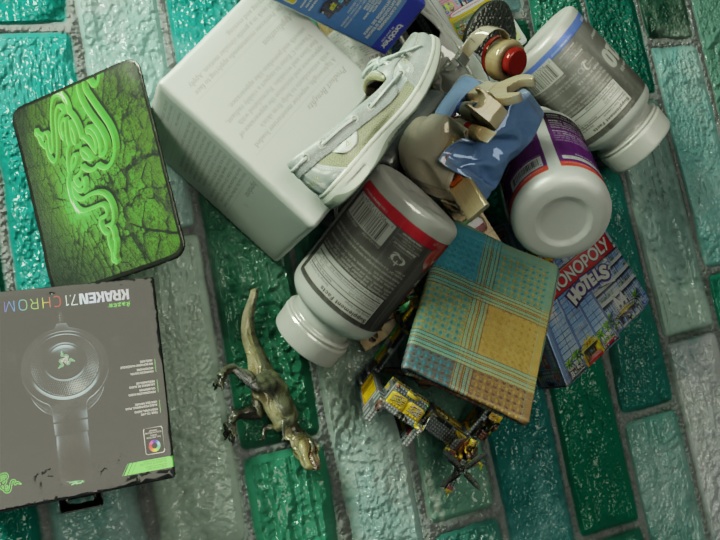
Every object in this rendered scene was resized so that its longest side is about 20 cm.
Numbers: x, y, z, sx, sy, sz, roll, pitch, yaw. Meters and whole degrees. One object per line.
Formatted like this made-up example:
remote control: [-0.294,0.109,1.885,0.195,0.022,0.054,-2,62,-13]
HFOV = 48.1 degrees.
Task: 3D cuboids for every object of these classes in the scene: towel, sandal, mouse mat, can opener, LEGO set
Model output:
towel: [0.130,0.049,0.850,0.144,0.022,0.202,24,55,-4]
sandal: [0.143,-0.232,1.003,0.074,0.048,0.205,3,101,-29]
mouse mat: [-0.262,-0.090,0.798,0.158,0.008,0.204,-17,84,17]
can opener: [0.028,-0.123,0.913,0.201,0.066,0.054,-52,132,-17]
LEGO set: [0.090,0.133,0.862,0.154,0.116,0.200,-44,106,8]

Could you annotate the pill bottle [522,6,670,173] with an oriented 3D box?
pill bottle: [0.297,-0.228,1.040,0.200,0.114,0.114,43,68,-9]

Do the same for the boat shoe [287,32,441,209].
boat shoe: [0.009,-0.153,0.756,0.064,0.074,0.204,38,74,-15]

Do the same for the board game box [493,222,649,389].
board game box: [0.251,0.005,1.005,0.199,0.062,0.202,-36,94,-23]

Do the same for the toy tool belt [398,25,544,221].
toy tool belt: [0.140,-0.152,0.857,0.124,0.123,0.202,35,90,-40]

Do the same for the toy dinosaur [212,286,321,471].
toy dinosaur: [-0.110,0.127,0.848,0.087,0.047,0.203,-20,87,-38]

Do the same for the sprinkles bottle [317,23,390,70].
sprinkles bottle: [-0.003,-0.260,0.953,0.067,0.068,0.203,-24,89,-23]

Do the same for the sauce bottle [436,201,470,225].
sauce bottle: [0.102,-0.098,0.965,0.063,0.065,0.204,-4,81,-22]

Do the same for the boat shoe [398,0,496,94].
boat shoe: [0.091,-0.248,0.948,0.065,0.074,0.201,-20,69,-47]

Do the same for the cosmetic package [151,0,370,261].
cosmetic package: [-0.093,-0.148,0.843,0.200,0.165,0.165,43,68,-8]

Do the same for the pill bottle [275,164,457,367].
pill bottle: [0.000,0.000,0.841,0.110,0.111,0.201,37,105,-10]

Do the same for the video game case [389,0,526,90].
video game case: [0.097,-0.327,1.032,0.199,0.022,0.184,-34,93,-24]

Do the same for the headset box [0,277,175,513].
headset box: [-0.273,0.120,0.758,0.171,0.093,0.204,-5,83,-22]

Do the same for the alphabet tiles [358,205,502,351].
alphabet tiles: [0.061,-0.005,0.918,0.198,0.008,0.169,-33,87,-2]

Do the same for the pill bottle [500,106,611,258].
pill bottle: [0.220,-0.113,0.949,0.111,0.113,0.202,23,34,-16]

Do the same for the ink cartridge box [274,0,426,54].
ink cartridge box: [-0.019,-0.314,0.832,0.198,0.076,0.138,15,45,-43]
